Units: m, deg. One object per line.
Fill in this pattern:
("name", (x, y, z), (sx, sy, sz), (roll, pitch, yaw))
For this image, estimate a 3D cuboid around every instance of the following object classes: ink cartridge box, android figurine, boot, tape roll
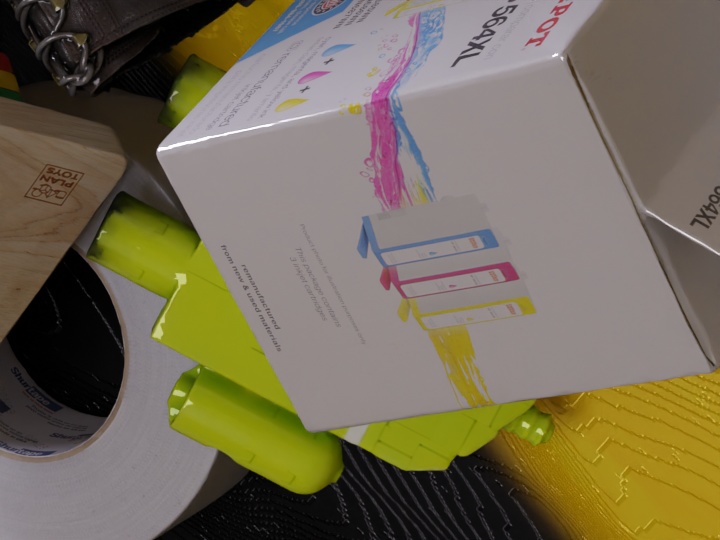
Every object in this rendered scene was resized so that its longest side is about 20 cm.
("ink cartridge box", (0.060, -0.040, 1.022), (0.200, 0.129, 0.125), (-11, 117, 37))
("android figurine", (0.000, 0.000, 1.166), (0.200, 0.041, 0.182), (26, 93, -6))
("boot", (-0.148, -0.143, 1.160), (0.174, 0.200, 0.069), (57, 142, 10))
("tape roll", (-0.128, 0.022, 1.257), (0.200, 0.066, 0.201), (6, 105, 25))

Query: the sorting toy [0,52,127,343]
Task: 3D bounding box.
("sorting toy", (-0.230, -0.019, 1.157), (0.199, 0.200, 0.070), (-51, 43, 30))
